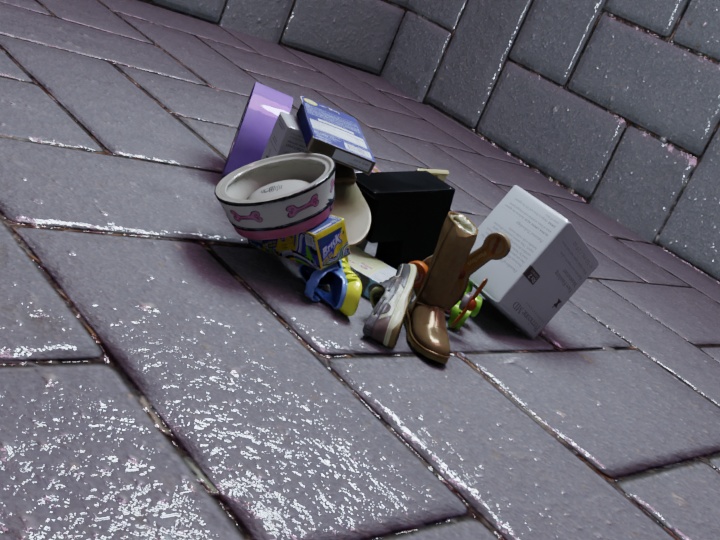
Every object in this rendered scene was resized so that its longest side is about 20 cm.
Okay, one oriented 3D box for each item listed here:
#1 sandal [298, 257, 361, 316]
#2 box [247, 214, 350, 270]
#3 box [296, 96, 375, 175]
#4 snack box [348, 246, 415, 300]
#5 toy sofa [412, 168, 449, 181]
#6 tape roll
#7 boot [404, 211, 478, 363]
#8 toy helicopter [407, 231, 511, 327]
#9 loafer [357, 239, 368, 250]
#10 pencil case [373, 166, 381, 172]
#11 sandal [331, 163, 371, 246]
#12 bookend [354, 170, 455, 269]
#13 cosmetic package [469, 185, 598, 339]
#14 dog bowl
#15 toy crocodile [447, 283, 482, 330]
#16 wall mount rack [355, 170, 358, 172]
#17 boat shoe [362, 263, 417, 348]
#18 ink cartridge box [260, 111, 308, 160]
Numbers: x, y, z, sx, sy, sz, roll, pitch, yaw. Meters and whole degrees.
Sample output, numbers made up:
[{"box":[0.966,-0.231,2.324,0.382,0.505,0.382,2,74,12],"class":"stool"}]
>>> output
[{"box":[-0.063,-0.002,1.494,0.086,0.081,0.200,11,21,-24],"class":"sandal"},{"box":[-0.107,-0.062,1.491,0.070,0.065,0.198,-29,31,-33],"class":"box"},{"box":[-0.048,-0.241,1.603,0.119,0.033,0.201,19,26,-21],"class":"box"},{"box":[0.000,0.000,1.625,0.198,0.038,0.116,31,19,15],"class":"snack box"},{"box":[0.137,-0.099,1.851,0.081,0.204,0.097,-1,-14,-29],"class":"toy sofa"},{"box":[-0.209,-0.271,1.840,0.084,0.203,0.201,21,18,-11],"class":"tape roll"},{"box":[0.136,0.025,1.470,0.065,0.203,0.176,16,19,-21],"class":"boot"},{"box":[0.179,0.007,1.565,0.134,0.199,0.079,61,27,11],"class":"toy helicopter"},{"box":[-0.016,-0.101,1.822,0.069,0.076,0.200,22,16,-10],"class":"loafer"},{"box":[0.027,-0.212,2.179,0.082,0.088,0.200,-18,35,-17],"class":"pencil case"},{"box":[-0.028,-0.100,1.583,0.076,0.070,0.214,-3,49,-9],"class":"sandal"},{"box":[0.058,-0.076,1.708,0.196,0.203,0.092,-7,31,-37],"class":"bookend"},{"box":[0.315,-0.016,1.748,0.165,0.201,0.165,39,2,-43],"class":"cosmetic package"},{"box":[-0.129,-0.117,1.452,0.196,0.075,0.201,-10,27,5],"class":"dog bowl"},{"box":[0.176,0.052,1.690,0.067,0.063,0.200,22,14,-11],"class":"toy crocodile"},{"box":[0.033,-0.158,1.957,0.198,0.075,0.174,32,-13,21],"class":"wall mount rack"},{"box":[0.047,0.045,1.471,0.065,0.073,0.202,19,36,0],"class":"boat shoe"},{"box":[-0.115,-0.168,1.681,0.142,0.202,0.084,16,23,-24],"class":"ink cartridge box"}]
